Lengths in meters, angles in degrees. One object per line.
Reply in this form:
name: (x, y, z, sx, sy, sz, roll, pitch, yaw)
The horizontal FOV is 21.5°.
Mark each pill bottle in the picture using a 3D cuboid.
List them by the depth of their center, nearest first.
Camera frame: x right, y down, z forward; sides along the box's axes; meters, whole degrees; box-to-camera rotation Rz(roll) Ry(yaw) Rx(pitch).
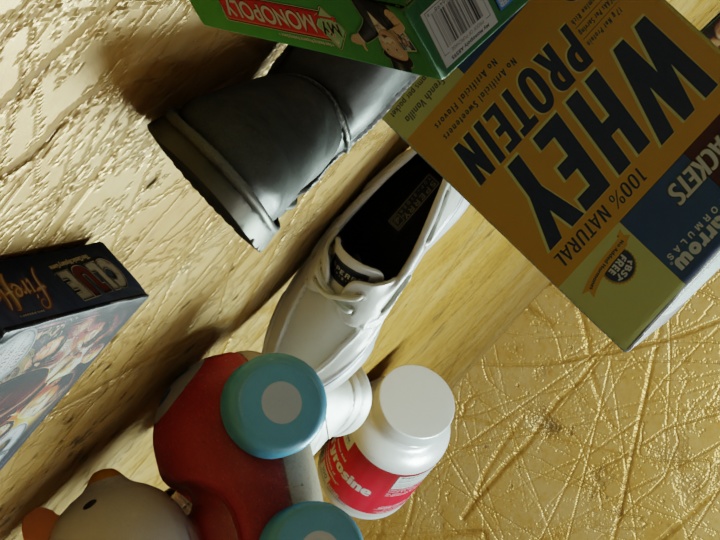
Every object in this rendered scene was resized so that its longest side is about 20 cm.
pill bottle: (0.031, 0.182, 2.044, 0.112, 0.112, 0.200, -40, 169, -32)

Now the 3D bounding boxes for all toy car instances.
toy car: (-0.125, 0.151, 1.159, 0.199, 0.178, 0.184, -12, 174, -20)

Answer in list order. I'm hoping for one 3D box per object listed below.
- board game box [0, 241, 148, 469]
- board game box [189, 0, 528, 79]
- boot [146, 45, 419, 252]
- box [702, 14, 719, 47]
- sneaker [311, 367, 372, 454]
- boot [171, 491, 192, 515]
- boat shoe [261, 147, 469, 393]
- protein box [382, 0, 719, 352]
board game box: (-0.184, 0.076, 0.783, 0.200, 0.035, 0.135, -49, 171, 16)
board game box: (0.047, -0.143, 0.631, 0.200, 0.029, 0.134, -43, -147, -20)
boot: (0.010, -0.102, 0.775, 0.200, 0.073, 0.182, -40, -174, 6)
box: (0.357, -0.191, 1.997, 0.200, 0.082, 0.049, -43, 170, -24)
sneaker: (-0.077, 0.140, 1.545, 0.099, 0.075, 0.200, -7, 144, -47)
boot: (-0.172, 0.238, 1.474, 0.107, 0.075, 0.200, -43, 174, 14)
boat shoe: (0.000, 0.000, 1.204, 0.200, 0.072, 0.066, -48, 167, 9)
protein box: (0.123, -0.079, 0.991, 0.135, 0.199, 0.200, -47, 171, 11)
